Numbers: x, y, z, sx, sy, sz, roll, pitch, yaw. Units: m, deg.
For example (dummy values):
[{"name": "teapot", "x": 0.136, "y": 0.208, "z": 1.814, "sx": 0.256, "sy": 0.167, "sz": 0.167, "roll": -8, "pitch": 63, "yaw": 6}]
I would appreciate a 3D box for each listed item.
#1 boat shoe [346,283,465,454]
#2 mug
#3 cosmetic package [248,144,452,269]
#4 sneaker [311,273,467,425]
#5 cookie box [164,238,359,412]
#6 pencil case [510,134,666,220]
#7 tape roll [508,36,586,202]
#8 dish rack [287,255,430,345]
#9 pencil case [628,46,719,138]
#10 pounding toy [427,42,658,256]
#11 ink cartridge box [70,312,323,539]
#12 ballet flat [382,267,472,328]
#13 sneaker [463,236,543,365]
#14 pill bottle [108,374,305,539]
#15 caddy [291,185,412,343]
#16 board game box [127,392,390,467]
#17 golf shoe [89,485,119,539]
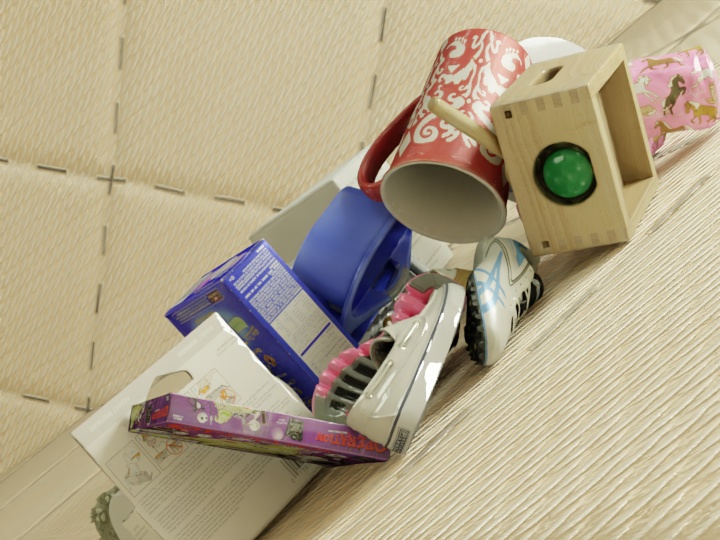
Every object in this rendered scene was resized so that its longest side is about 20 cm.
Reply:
[{"name": "boat shoe", "x": 0.040, "y": 0.075, "z": 1.096, "sx": 0.072, "sy": 0.065, "sz": 0.200, "roll": 106, "pitch": -173, "yaw": -46}, {"name": "mug", "x": 0.090, "y": -0.152, "z": 1.331, "sx": 0.134, "sy": 0.176, "sz": 0.201, "roll": 82, "pitch": -157, "yaw": -56}, {"name": "cosmetic package", "x": -0.009, "y": -0.032, "z": 1.733, "sx": 0.166, "sy": 0.200, "sz": 0.167, "roll": -33, "pitch": 6, "yaw": 29}, {"name": "sneaker", "x": 0.034, "y": 0.096, "z": 1.201, "sx": 0.200, "sy": 0.079, "sz": 0.096, "roll": -43, "pitch": -30, "yaw": -25}, {"name": "cookie box", "x": -0.091, "y": 0.081, "z": 1.332, "sx": 0.075, "sy": 0.200, "sz": 0.171, "roll": -47, "pitch": 11, "yaw": -30}, {"name": "pencil case", "x": 0.263, "y": -0.122, "z": 1.443, "sx": 0.200, "sy": 0.087, "sz": 0.083, "roll": -39, "pitch": -25, "yaw": -18}, {"name": "tape roll", "x": 0.224, "y": -0.183, "z": 1.550, "sx": 0.200, "sy": 0.201, "sz": 0.066, "roll": -39, "pitch": 7, "yaw": -25}, {"name": "dish rack", "x": -0.012, "y": 0.042, "z": 1.473, "sx": 0.200, "sy": 0.171, "sz": 0.044, "roll": -41, "pitch": -20, "yaw": -31}, {"name": "pencil case", "x": 0.291, "y": -0.178, "z": 1.360, "sx": 0.199, "sy": 0.087, "sz": 0.083, "roll": -15, "pitch": 42, "yaw": 8}, {"name": "pounding toy", "x": 0.185, "y": -0.122, "z": 1.226, "sx": 0.141, "sy": 0.185, "sz": 0.200, "roll": -10, "pitch": 19, "yaw": 28}, {"name": "ink cartridge box", "x": -0.140, "y": 0.161, "z": 1.137, "sx": 0.200, "sy": 0.176, "sz": 0.045, "roll": -41, "pitch": -4, "yaw": -40}, {"name": "ballet flat", "x": 0.082, "y": 0.031, "z": 1.398, "sx": 0.069, "sy": 0.063, "sz": 0.200, "roll": -35, "pitch": 6, "yaw": 32}, {"name": "sneaker", "x": 0.135, "y": 0.024, "z": 1.177, "sx": 0.072, "sy": 0.072, "sz": 0.200, "roll": 6, "pitch": 28, "yaw": 8}, {"name": "pill bottle", "x": -0.144, "y": 0.194, "z": 1.220, "sx": 0.114, "sy": 0.114, "sz": 0.200, "roll": -30, "pitch": 10, "yaw": 47}, {"name": "caddy", "x": 0.000, "y": 0.000, "z": 1.386, "sx": 0.200, "sy": 0.104, "sz": 0.142, "roll": -56, "pitch": -19, "yaw": -45}, {"name": "board game box", "x": -0.087, "y": 0.139, "z": 1.075, "sx": 0.120, "sy": 0.199, "sz": 0.033, "roll": -31, "pitch": 50, "yaw": 60}, {"name": "golf shoe", "x": -0.219, "y": 0.261, "z": 1.436, "sx": 0.199, "sy": 0.079, "sz": 0.097, "roll": -27, "pitch": -7, "yaw": 29}]
